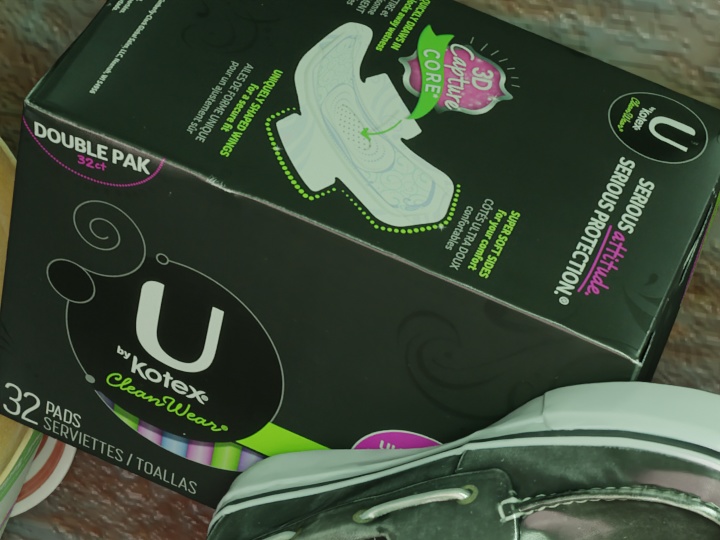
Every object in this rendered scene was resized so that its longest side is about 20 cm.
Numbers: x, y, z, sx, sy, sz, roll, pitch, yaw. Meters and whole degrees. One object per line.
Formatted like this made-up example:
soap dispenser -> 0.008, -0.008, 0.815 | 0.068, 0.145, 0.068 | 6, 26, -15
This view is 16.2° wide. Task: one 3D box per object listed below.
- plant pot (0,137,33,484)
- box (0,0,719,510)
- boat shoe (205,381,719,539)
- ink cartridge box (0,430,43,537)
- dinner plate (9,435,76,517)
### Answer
plant pot -> -0.205, 0.015, 0.904 | 0.199, 0.201, 0.027 | 28, 179, 2
box -> 0.000, 0.000, 0.814 | 0.199, 0.124, 0.149 | 23, 136, 9
boat shoe -> 0.035, 0.087, 0.733 | 0.199, 0.071, 0.072 | -15, 121, 34
ink cartridge box -> -0.204, 0.094, 1.008 | 0.117, 0.067, 0.200 | 29, 135, 2
dinner plate -> -0.197, 0.021, 1.006 | 0.199, 0.024, 0.201 | 14, 133, 15
